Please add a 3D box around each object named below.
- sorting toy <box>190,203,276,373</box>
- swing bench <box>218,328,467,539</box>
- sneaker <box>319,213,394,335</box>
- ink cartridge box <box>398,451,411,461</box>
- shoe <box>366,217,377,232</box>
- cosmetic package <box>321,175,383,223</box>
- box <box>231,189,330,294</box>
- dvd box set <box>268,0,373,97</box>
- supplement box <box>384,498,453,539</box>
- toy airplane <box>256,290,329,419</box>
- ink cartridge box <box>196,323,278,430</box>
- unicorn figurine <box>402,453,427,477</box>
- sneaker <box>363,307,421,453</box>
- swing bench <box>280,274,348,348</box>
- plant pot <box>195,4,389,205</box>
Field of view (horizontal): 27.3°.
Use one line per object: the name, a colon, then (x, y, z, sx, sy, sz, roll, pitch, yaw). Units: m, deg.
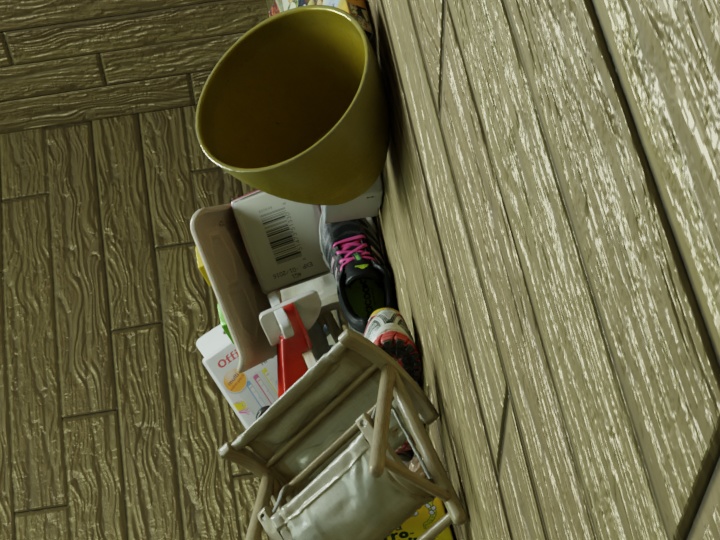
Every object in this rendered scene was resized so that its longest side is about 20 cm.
sorting toy: (-0.154, 0.019, 1.841, 0.185, 0.036, 0.202, -21, -85, -75)
swing bench: (-0.022, 0.204, 1.449, 0.129, 0.199, 0.201, 33, -155, -30)
sneaker: (0.000, 0.000, 1.761, 0.088, 0.073, 0.202, 92, 163, -69)
ink cartridge box: (-0.008, 0.266, 1.831, 0.083, 0.146, 0.201, 28, -143, -38)
shoe: (-0.014, -0.112, 1.899, 0.070, 0.053, 0.201, 56, -160, -47)
cosmetic package: (-0.025, -0.168, 1.748, 0.102, 0.070, 0.202, 100, 161, -76)
box: (-0.077, -0.059, 1.927, 0.200, 0.108, 0.129, -41, -69, -76)
dvd box set: (-0.048, -0.276, 1.646, 0.147, 0.029, 0.201, -53, 35, 37)
supplement box: (0.049, 0.330, 1.510, 0.201, 0.108, 0.110, -107, 9, -56)
toy airplane: (-0.053, 0.115, 1.786, 0.199, 0.140, 0.202, 111, 153, -65)
ink cartridge box: (-0.121, 0.147, 1.988, 0.201, 0.128, 0.125, 55, 173, -2)
unicorn figurine: (0.017, 0.266, 1.687, 0.074, 0.199, 0.138, 35, -139, -34)
sneaker: (0.032, 0.127, 1.636, 0.083, 0.077, 0.201, -98, 11, -49)
swing bench: (-0.058, 0.071, 2.172, 0.200, 0.128, 0.202, -105, 8, -57)
plant pot: (-0.048, -0.148, 1.516, 0.142, 0.199, 0.201, 47, -156, -48)
